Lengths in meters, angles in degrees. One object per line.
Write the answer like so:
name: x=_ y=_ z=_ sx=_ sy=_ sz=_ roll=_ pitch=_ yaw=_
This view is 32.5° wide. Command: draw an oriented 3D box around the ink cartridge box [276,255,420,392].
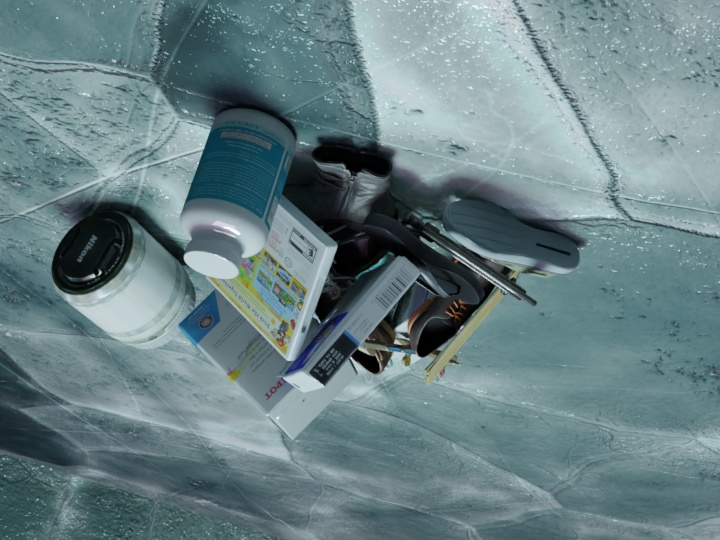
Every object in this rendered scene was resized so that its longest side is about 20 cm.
ink cartridge box: x=-0.020 y=0.074 z=1.628 sx=0.043 sy=0.198 sz=0.200 roll=42 pitch=166 yaw=-6

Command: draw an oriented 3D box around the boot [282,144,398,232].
boot: x=-0.049 y=-0.115 z=1.600 sx=0.200 sy=0.070 sz=0.132 roll=3 pitch=145 yaw=12

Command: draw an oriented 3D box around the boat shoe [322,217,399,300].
boat shoe: x=-0.028 y=-0.012 z=1.685 sx=0.200 sy=0.062 sz=0.075 roll=-29 pitch=119 yaw=23

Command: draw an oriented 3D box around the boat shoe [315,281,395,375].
boat shoe: x=-0.019 y=0.073 z=1.793 sx=0.070 sy=0.070 sz=0.200 roll=-17 pitch=129 yaw=41

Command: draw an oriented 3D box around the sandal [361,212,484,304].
sandal: x=0.076 y=-0.006 z=1.609 sx=0.200 sy=0.043 sz=0.076 roll=34 pitch=162 yaw=-26

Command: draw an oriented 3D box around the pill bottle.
pill bottle: x=-0.156 y=-0.093 z=1.527 sx=0.111 sy=0.200 sz=0.111 roll=13 pitch=154 yaw=6

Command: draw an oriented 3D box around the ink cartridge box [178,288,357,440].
ink cartridge box: x=-0.131 y=0.117 z=1.798 sx=0.200 sy=0.147 sz=0.146 roll=42 pitch=171 yaw=23

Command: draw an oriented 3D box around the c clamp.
c clamp: x=0.143 y=-0.016 z=1.605 sx=0.200 sy=0.027 sz=0.171 roll=35 pitch=-179 yaw=0

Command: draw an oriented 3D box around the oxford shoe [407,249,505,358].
oxford shoe: x=0.139 y=0.043 z=1.700 sx=0.071 sy=0.073 sz=0.200 roll=30 pitch=115 yaw=-14

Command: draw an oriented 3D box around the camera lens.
camera lens: x=-0.367 y=0.015 z=1.916 sx=0.160 sy=0.160 sz=0.200 roll=1 pitch=151 yaw=28

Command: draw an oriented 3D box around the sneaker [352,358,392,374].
sneaker: x=0.018 y=0.140 z=1.989 sx=0.088 sy=0.075 sz=0.200 roll=12 pitch=-179 yaw=23

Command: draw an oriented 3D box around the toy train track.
toy train track: x=0.066 y=0.125 z=1.775 sx=0.200 sy=0.033 sz=0.115 roll=13 pitch=-173 yaw=-46

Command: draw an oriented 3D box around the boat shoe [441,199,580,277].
boat shoe: x=0.189 y=-0.031 z=1.609 sx=0.200 sy=0.072 sz=0.062 roll=21 pitch=148 yaw=-17

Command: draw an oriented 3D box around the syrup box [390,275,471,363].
syrup box: x=0.095 y=0.069 z=1.860 sx=0.081 sy=0.079 sz=0.200 roll=24 pitch=153 yaw=-15

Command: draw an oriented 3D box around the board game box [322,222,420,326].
board game box: x=0.000 y=0.000 z=1.779 sx=0.135 sy=0.028 sz=0.200 roll=15 pitch=141 yaw=0

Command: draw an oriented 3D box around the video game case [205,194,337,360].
video game case: x=-0.121 y=-0.012 z=1.619 sx=0.023 sy=0.182 sz=0.200 roll=-10 pitch=-139 yaw=-43

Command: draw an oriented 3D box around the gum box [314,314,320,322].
gum box: x=-0.101 y=0.042 z=1.958 sx=0.200 sy=0.045 sz=0.170 roll=-11 pitch=144 yaw=42

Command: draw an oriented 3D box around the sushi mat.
sushi mat: x=0.153 y=0.076 z=1.707 sx=0.012 sy=0.200 sz=0.096 roll=40 pitch=169 yaw=10
